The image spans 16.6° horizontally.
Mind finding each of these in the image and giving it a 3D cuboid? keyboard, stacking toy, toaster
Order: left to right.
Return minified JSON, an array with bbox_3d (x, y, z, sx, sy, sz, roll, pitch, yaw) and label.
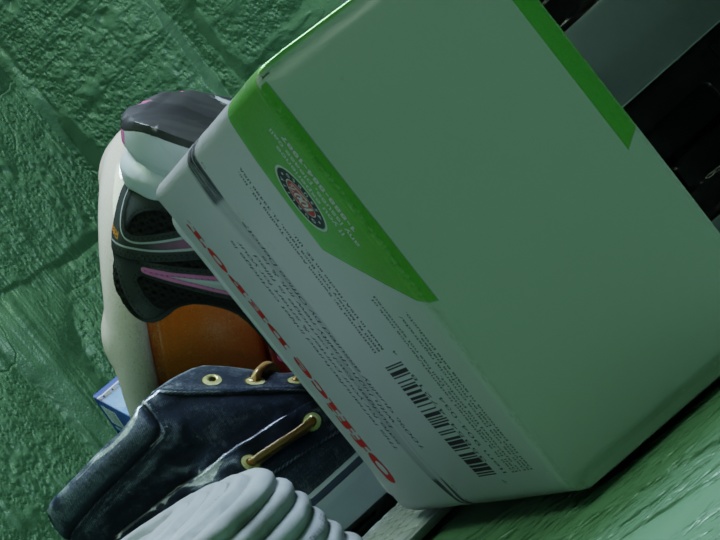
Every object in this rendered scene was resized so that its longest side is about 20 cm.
[{"bbox_3d":[0.000,0.000,1.005,0.200,0.146,0.146,-7,4,5],"label":"stacking toy"},{"bbox_3d":[0.041,0.068,0.893,0.200,0.011,0.056,-40,1,-40],"label":"keyboard"},{"bbox_3d":[0.101,-0.092,0.910,0.119,0.181,0.200,-41,1,10],"label":"toaster"}]

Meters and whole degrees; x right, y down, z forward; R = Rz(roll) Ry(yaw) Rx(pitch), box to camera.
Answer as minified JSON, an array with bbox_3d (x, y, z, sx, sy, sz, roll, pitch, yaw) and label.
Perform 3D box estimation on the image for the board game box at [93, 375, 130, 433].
[{"bbox_3d":[-0.020,0.047,1.087,0.135,0.034,0.200,-40,27,-17],"label":"board game box"}]

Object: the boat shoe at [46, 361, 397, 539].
[{"bbox_3d":[-0.021,0.058,0.935,0.200,0.091,0.071,-40,-13,-21],"label":"boat shoe"}]

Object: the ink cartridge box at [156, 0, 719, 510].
[{"bbox_3d":[0.023,-0.007,0.761,0.084,0.146,0.200,-39,3,-14],"label":"ink cartridge box"}]

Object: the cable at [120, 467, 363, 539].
[{"bbox_3d":[-0.082,0.133,0.710,0.200,0.069,0.200,-39,1,37],"label":"cable"}]

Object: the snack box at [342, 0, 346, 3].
[{"bbox_3d":[0.086,-0.094,1.058,0.116,0.200,0.037,-40,-1,-26],"label":"snack box"}]

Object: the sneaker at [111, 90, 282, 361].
[{"bbox_3d":[0.000,-0.003,0.914,0.080,0.200,0.086,-96,22,-67],"label":"sneaker"}]
